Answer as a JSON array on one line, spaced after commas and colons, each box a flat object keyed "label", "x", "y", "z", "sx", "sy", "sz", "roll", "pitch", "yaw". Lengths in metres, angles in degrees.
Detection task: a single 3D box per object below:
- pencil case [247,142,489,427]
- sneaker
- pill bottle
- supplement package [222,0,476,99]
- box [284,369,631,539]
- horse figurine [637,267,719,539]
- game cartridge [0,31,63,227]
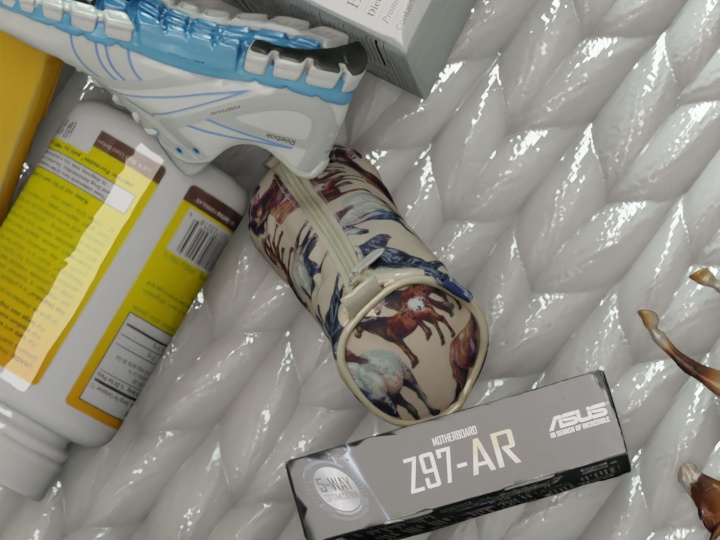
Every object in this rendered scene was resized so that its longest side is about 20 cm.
[{"label": "pencil case", "x": 0.000, "y": 0.000, "z": 1.465, "sx": 0.078, "sy": 0.200, "sz": 0.090, "roll": -28, "pitch": 119, "yaw": -4}, {"label": "sneaker", "x": -0.101, "y": -0.094, "z": 1.448, "sx": 0.200, "sy": 0.075, "sz": 0.087, "roll": 17, "pitch": 115, "yaw": 9}, {"label": "pill bottle", "x": -0.152, "y": 0.018, "z": 1.520, "sx": 0.109, "sy": 0.109, "sz": 0.200, "roll": 30, "pitch": 87, "yaw": 9}, {"label": "supplement package", "x": -0.016, "y": -0.227, "z": 1.516, "sx": 0.200, "sy": 0.147, "sz": 0.192, "roll": 26, "pitch": 86, "yaw": 8}, {"label": "box", "x": 0.054, "y": 0.099, "z": 1.441, "sx": 0.160, "sy": 0.200, "sz": 0.044, "roll": -17, "pitch": 82, "yaw": 5}, {"label": "horse figurine", "x": 0.239, "y": 0.041, "z": 1.500, "sx": 0.200, "sy": 0.050, "sz": 0.133, "roll": -30, "pitch": 93, "yaw": -4}, {"label": "game cartridge", "x": -0.253, "y": -0.102, "z": 1.543, "sx": 0.176, "sy": 0.032, "sz": 0.200, "roll": 28, "pitch": 109, "yaw": 13}]
